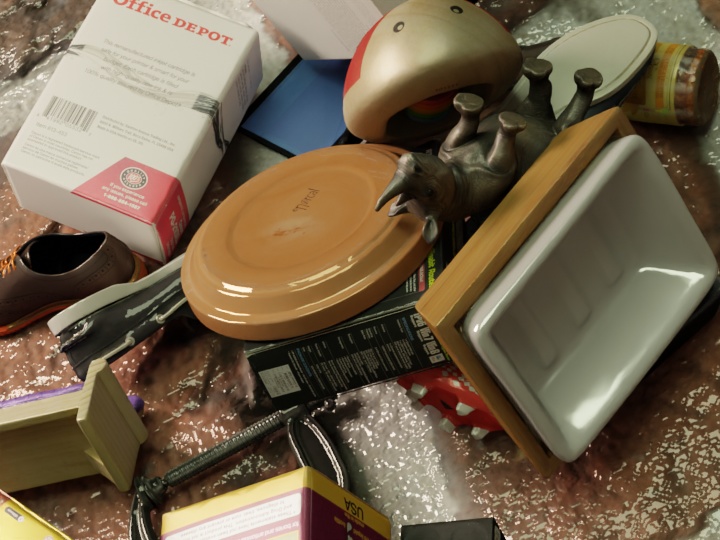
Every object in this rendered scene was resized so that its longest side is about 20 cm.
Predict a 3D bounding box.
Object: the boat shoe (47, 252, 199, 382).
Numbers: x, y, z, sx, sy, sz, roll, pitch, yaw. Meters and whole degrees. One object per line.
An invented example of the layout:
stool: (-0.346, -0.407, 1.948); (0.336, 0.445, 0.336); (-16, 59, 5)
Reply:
boat shoe: (-0.148, 0.023, 1.417); (0.199, 0.074, 0.061); (-27, 88, -19)

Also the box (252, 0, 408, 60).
box: (0.006, -0.249, 1.453); (0.124, 0.098, 0.200); (-48, 24, -15)

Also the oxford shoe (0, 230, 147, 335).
oxford shoe: (-0.281, 0.002, 1.480); (0.199, 0.073, 0.071); (-13, 51, 14)

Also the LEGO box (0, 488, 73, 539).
LEGO box: (-0.232, 0.266, 1.254); (0.199, 0.077, 0.149); (27, 68, 35)

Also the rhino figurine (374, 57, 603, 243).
rhino figurine: (0.084, -0.076, 1.219); (0.200, 0.088, 0.060); (-28, 52, -36)

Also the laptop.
laptop: (-0.004, -0.178, 1.481); (0.103, 0.200, 0.177); (40, 74, 1)

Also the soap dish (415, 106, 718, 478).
soap dish: (0.138, 0.013, 1.193); (0.200, 0.158, 0.081); (-49, 35, -17)

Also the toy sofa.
toy sofa: (-0.268, 0.125, 1.357); (0.199, 0.083, 0.098); (-13, 38, 16)

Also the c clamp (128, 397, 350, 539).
c clamp: (-0.092, 0.152, 1.321); (0.199, 0.027, 0.171); (-33, 56, -4)

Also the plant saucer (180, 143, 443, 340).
plant saucer: (-0.038, -0.029, 1.274); (0.199, 0.032, 0.201); (-16, 35, 12)

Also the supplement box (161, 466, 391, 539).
supplement box: (-0.056, 0.248, 1.152); (0.130, 0.103, 0.201); (-20, 51, 29)

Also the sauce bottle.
sauce bottle: (0.182, -0.153, 1.411); (0.199, 0.066, 0.066); (7, 58, 28)

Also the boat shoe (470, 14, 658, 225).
boat shoe: (0.151, -0.112, 1.340); (0.200, 0.062, 0.075); (-46, 50, -15)

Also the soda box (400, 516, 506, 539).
soda box: (0.060, 0.263, 1.145); (0.070, 0.063, 0.201); (-8, 51, 17)

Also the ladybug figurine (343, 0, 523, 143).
ladybug figurine: (0.047, -0.147, 1.294); (0.135, 0.200, 0.072); (-18, 82, -8)

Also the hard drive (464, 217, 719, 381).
hard drive: (0.160, 0.007, 1.311); (0.135, 0.042, 0.200); (-41, 50, -10)

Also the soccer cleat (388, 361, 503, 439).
soccer cleat: (0.045, 0.054, 1.309); (0.200, 0.069, 0.085); (25, 71, 40)

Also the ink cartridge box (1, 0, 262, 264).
ink cartridge box: (-0.187, -0.129, 1.498); (0.144, 0.084, 0.201); (21, 68, 11)

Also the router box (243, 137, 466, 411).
router box: (0.000, 0.000, 1.296); (0.149, 0.062, 0.200); (-17, 35, 14)
